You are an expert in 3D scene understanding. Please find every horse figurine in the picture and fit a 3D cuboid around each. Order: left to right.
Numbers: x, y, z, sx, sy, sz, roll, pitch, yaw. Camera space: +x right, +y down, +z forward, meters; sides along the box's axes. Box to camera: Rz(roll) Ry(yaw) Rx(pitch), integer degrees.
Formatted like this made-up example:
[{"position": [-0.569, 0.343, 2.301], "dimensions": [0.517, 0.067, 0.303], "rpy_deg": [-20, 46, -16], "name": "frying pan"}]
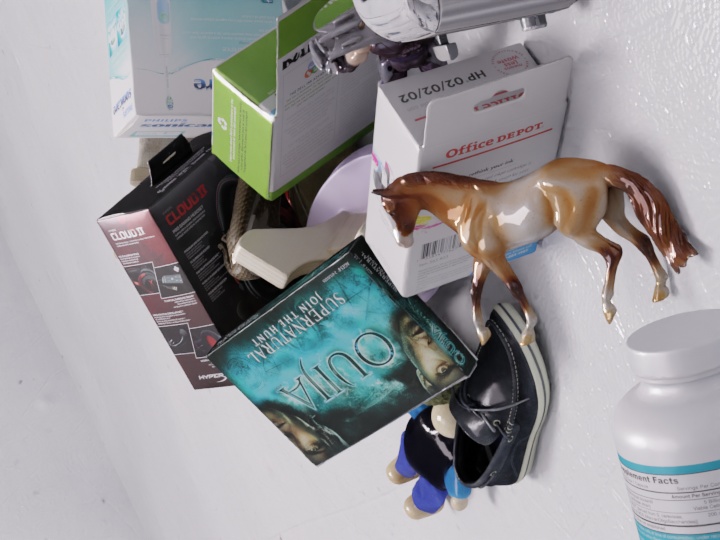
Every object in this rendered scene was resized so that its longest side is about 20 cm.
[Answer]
[{"position": [0.120, -0.023, 1.075], "dimensions": [0.199, 0.050, 0.133], "rpy_deg": [-15, 104, 28], "name": "horse figurine"}]

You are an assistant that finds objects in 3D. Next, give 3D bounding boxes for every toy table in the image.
[{"position": [0.000, 0.000, 1.346], "dimensions": [0.183, 0.117, 0.201], "rpy_deg": [23, 136, 12], "name": "toy table"}]

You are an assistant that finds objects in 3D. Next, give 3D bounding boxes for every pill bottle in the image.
[{"position": [0.215, 0.128, 0.987], "dimensions": [0.111, 0.110, 0.201], "rpy_deg": [15, 123, 67], "name": "pill bottle"}]

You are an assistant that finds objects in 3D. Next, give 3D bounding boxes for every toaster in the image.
[{"position": [0.052, -0.236, 1.031], "dimensions": [0.114, 0.129, 0.201], "rpy_deg": [8, 117, 68], "name": "toaster"}]

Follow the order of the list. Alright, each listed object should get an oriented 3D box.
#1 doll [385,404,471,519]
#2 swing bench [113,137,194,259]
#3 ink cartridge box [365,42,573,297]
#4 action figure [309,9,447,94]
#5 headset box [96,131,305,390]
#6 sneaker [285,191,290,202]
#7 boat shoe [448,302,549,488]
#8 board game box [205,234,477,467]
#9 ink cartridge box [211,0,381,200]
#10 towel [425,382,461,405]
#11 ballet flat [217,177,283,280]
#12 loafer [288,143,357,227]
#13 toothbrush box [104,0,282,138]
[{"position": [0.064, 0.162, 1.527], "dimensions": [0.137, 0.048, 0.200], "rpy_deg": [62, 160, 18], "name": "doll"}, {"position": [-0.160, -0.127, 1.613], "dimensions": [0.200, 0.129, 0.200], "rpy_deg": [122, 155, -64], "name": "swing bench"}, {"position": [0.072, -0.082, 1.153], "dimensions": [0.068, 0.115, 0.200], "rpy_deg": [58, 157, 33], "name": "ink cartridge box"}, {"position": [0.032, -0.154, 1.167], "dimensions": [0.200, 0.129, 0.070], "rpy_deg": [69, -169, -62], "name": "action figure"}, {"position": [-0.127, -0.020, 1.444], "dimensions": [0.075, 0.149, 0.201], "rpy_deg": [-9, 116, 42], "name": "headset box"}, {"position": [-0.043, -0.043, 1.605], "dimensions": [0.077, 0.073, 0.201], "rpy_deg": [83, 170, -76], "name": "sneaker"}, {"position": [0.108, 0.108, 1.334], "dimensions": [0.075, 0.062, 0.201], "rpy_deg": [56, 156, 38], "name": "boat shoe"}, {"position": [-0.018, 0.069, 1.307], "dimensions": [0.135, 0.028, 0.200], "rpy_deg": [46, 134, -9], "name": "board game box"}, {"position": [-0.040, -0.174, 1.297], "dimensions": [0.076, 0.148, 0.200], "rpy_deg": [39, 148, 24], "name": "ink cartridge box"}, {"position": [0.006, 0.080, 1.464], "dimensions": [0.200, 0.148, 0.037], "rpy_deg": [-152, 63, -62], "name": "towel"}, {"position": [-0.083, -0.085, 1.411], "dimensions": [0.046, 0.067, 0.201], "rpy_deg": [-4, 66, 37], "name": "ballet flat"}, {"position": [-0.032, -0.089, 1.492], "dimensions": [0.067, 0.076, 0.201], "rpy_deg": [119, 128, -74], "name": "loafer"}, {"position": [-0.149, -0.224, 1.480], "dimensions": [0.085, 0.146, 0.201], "rpy_deg": [153, 112, -66], "name": "toothbrush box"}]
